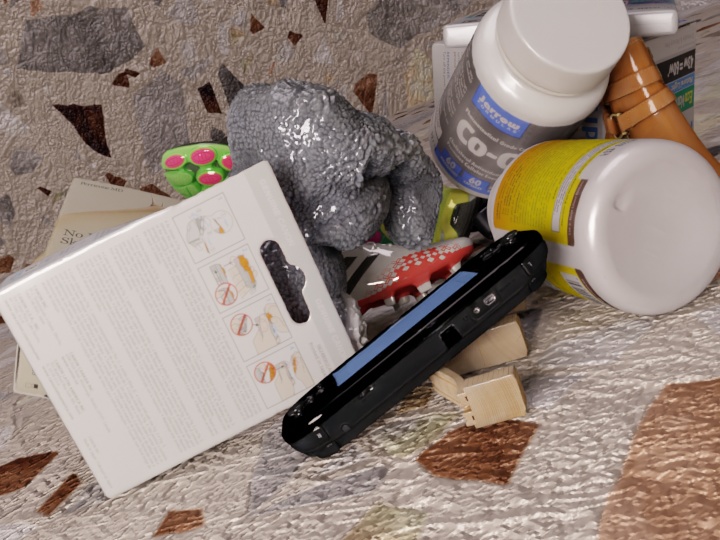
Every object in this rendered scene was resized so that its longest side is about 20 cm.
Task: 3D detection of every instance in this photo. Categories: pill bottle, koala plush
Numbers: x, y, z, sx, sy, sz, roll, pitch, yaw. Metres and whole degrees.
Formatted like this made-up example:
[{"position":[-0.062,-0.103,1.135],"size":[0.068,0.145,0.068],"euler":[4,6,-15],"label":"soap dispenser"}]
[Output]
[{"position":[0.161,-0.037,0.676],"size":[0.108,0.111,0.200],"euler":[-22,12,-11],"label":"pill bottle"},{"position":[0.131,-0.148,0.769],"size":[0.112,0.115,0.200],"euler":[-24,-14,-18],"label":"pill bottle"},{"position":[-0.049,-0.020,0.713],"size":[0.174,0.204,0.184],"euler":[15,-9,15],"label":"koala plush"}]

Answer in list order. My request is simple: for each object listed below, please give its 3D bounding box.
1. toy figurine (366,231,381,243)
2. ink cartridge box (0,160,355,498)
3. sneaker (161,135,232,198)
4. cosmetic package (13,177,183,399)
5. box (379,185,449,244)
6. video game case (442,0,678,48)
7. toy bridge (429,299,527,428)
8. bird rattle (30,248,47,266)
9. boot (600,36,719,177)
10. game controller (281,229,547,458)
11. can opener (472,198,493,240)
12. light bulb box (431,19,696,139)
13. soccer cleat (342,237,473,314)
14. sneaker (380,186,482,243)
[{"position":[-0.072,-0.041,1.020],"size":[0.182,0.153,0.198],"euler":[5,13,44],"label":"toy figurine"},{"position":[-0.120,0.037,0.647],"size":[0.197,0.162,0.047],"euler":[-26,15,-4],"label":"ink cartridge box"},{"position":[-0.111,-0.118,1.007],"size":[0.196,0.078,0.084],"euler":[-9,30,-12],"label":"sneaker"},{"position":[-0.202,0.014,0.759],"size":[0.102,0.074,0.201],"euler":[11,33,-13],"label":"cosmetic package"},{"position":[0.051,-0.071,1.167],"size":[0.115,0.049,0.200],"euler":[-20,10,-2],"label":"box"},{"position":[0.190,-0.231,0.881],"size":[0.196,0.024,0.182],"euler":[0,19,17],"label":"video game case"},{"position":[0.076,0.050,0.630],"size":[0.066,0.028,0.200],"euler":[-19,13,14],"label":"toy bridge"},{"position":[-0.245,0.049,0.888],"size":[0.199,0.164,0.113],"euler":[-19,25,54],"label":"bird rattle"},{"position":[0.236,-0.106,0.742],"size":[0.072,0.157,0.200],"euler":[-20,12,-8],"label":"boot"},{"position":[0.031,0.042,0.598],"size":[0.199,0.042,0.104],"euler":[-38,12,-3],"label":"game controller"},{"position":[0.186,-0.081,0.990],"size":[0.197,0.079,0.064],"euler":[-22,-25,-26],"label":"can opener"},{"position":[0.208,-0.180,0.965],"size":[0.198,0.127,0.197],"euler":[13,27,40],"label":"light bulb box"},{"position":[0.000,0.000,0.811],"size":[0.197,0.086,0.069],"euler":[-23,-11,-2],"label":"soccer cleat"},{"position":[0.054,-0.051,0.917],"size":[0.089,0.079,0.200],"euler":[23,-4,-10],"label":"sneaker"}]
